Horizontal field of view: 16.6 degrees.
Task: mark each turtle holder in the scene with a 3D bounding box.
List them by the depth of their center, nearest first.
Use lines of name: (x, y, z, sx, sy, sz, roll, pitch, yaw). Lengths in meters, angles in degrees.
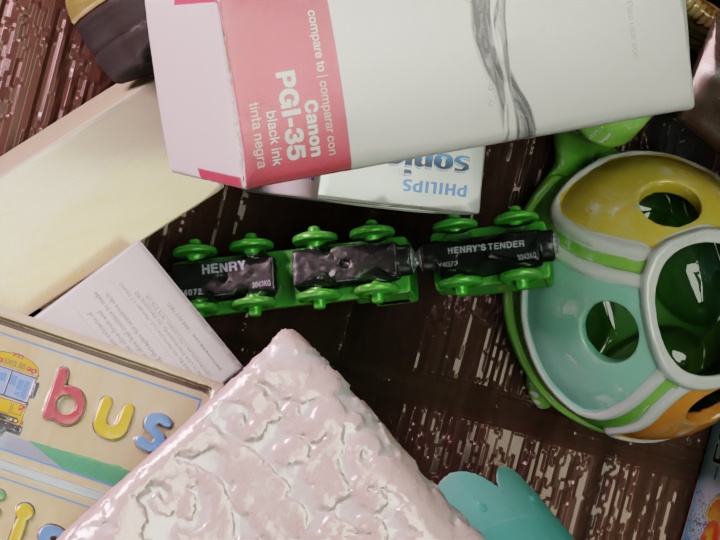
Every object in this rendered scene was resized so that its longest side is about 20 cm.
turtle holder: (0.151, -0.004, 1.253, 0.141, 0.132, 0.186, 10, 90, -18)

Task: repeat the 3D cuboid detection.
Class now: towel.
towel: (-0.034, 0.159, 1.058, 0.191, 0.032, 0.200, -41, 90, -5)

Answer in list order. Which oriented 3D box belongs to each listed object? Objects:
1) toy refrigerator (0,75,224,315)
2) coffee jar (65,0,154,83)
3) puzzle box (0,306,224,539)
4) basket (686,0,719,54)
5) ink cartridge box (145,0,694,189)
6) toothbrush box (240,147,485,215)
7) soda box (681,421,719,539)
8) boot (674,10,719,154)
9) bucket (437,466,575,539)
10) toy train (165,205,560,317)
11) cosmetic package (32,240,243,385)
toy refrigerator: (-0.169, -0.012, 1.179, 0.200, 0.076, 0.070, -33, 103, -14)
coffee jar: (-0.113, -0.194, 1.165, 0.104, 0.085, 0.200, -26, 93, -23)
puzzle box: (-0.173, 0.081, 1.095, 0.200, 0.025, 0.133, 18, 75, -2)
basket: (0.188, -0.209, 1.244, 0.143, 0.149, 0.200, -37, 104, -13)
ink cartridge box: (0.023, -0.093, 1.046, 0.200, 0.146, 0.083, -10, 97, -15)
toothbrush box: (0.007, -0.130, 1.192, 0.085, 0.146, 0.201, 4, 93, -17)
soda box: (0.235, 0.075, 1.321, 0.068, 0.064, 0.200, 17, 89, -18)
boot: (0.212, -0.023, 1.185, 0.200, 0.064, 0.186, 45, 56, 0)
bucket: (0.050, 0.212, 1.184, 0.207, 0.207, 0.135, -37, 59, -12)
toy train: (0.000, 0.000, 1.211, 0.199, 0.056, 0.042, -6, 78, 9)
cosmetic package: (-0.160, 0.085, 1.163, 0.200, 0.108, 0.085, -39, 83, -12)
